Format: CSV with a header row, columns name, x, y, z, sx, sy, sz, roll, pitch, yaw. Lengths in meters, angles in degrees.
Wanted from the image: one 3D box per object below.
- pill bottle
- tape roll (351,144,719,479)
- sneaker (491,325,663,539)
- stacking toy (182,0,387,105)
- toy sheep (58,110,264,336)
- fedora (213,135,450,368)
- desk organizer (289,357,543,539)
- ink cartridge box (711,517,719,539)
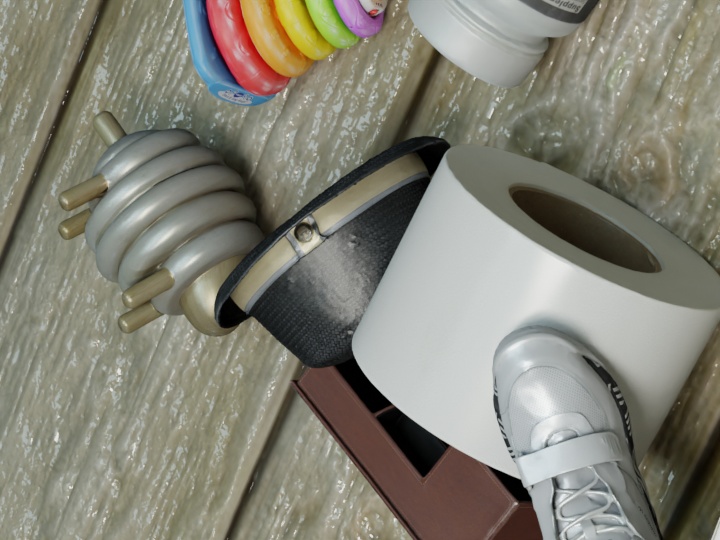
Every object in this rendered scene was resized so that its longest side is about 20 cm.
name,x,y,z,sx,sy,sz,roll,pitch,yaw
pill bottle,0.123,-0.226,1.606,0.200,0.113,0.113,-53,57,25
tape roll,0.112,0.030,1.542,0.203,0.202,0.140,39,111,35
sneaker,0.132,0.133,1.408,0.075,0.115,0.201,-20,104,7
stacking toy,-0.022,-0.196,1.751,0.199,0.116,0.110,-15,77,24
toy sheep,-0.145,-0.037,1.810,0.138,0.138,0.200,-41,74,30
fedora,0.000,0.000,1.667,0.201,0.200,0.092,-42,80,30
desk organizer,0.048,0.118,1.676,0.200,0.072,0.077,50,115,31
ink cartridge box,0.275,0.207,1.391,0.128,0.200,0.126,27,105,38
